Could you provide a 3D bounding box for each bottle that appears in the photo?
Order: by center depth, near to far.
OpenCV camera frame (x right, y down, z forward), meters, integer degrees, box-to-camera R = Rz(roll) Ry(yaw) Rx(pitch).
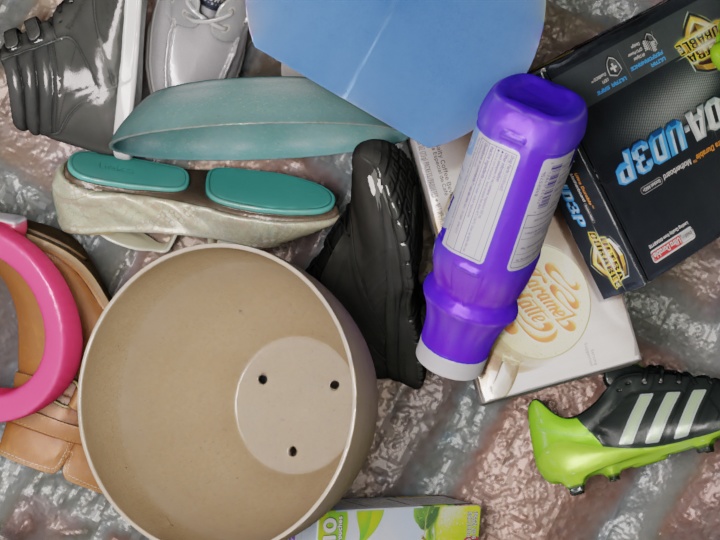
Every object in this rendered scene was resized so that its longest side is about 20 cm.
[{"bbox_3d":[0.086,-0.025,1.539,0.065,0.084,0.200,24,117,13],"label":"bottle"}]

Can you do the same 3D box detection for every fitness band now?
[{"bbox_3d":[-0.277,0.029,1.617,0.200,0.037,0.144,7,105,25],"label":"fitness band"}]

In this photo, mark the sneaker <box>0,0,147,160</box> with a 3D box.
[{"bbox_3d":[-0.196,-0.179,1.636,0.099,0.071,0.200,5,92,0],"label":"sneaker"}]

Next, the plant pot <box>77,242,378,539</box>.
[{"bbox_3d":[-0.068,0.088,1.588,0.200,0.134,0.201,-2,84,24],"label":"plant pot"}]

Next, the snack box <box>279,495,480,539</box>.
[{"bbox_3d":[0.008,0.259,1.653,0.142,0.053,0.200,1,94,-35],"label":"snack box"}]

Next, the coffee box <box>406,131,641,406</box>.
[{"bbox_3d":[0.109,-0.018,1.641,0.114,0.080,0.200,-15,85,1],"label":"coffee box"}]

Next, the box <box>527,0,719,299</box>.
[{"bbox_3d":[0.203,-0.093,1.622,0.200,0.046,0.159,-29,95,-39],"label":"box"}]

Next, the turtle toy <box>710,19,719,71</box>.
[{"bbox_3d":[0.336,-0.144,1.632,0.200,0.146,0.101,17,117,-18],"label":"turtle toy"}]

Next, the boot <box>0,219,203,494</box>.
[{"bbox_3d":[-0.218,0.056,1.651,0.200,0.074,0.155,27,96,-2],"label":"boot"}]

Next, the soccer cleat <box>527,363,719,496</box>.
[{"bbox_3d":[0.215,0.094,1.681,0.200,0.068,0.081,-17,81,-2],"label":"soccer cleat"}]

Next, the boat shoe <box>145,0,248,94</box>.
[{"bbox_3d":[-0.099,-0.194,1.640,0.072,0.069,0.200,20,95,-5],"label":"boat shoe"}]

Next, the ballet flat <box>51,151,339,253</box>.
[{"bbox_3d":[-0.115,-0.040,1.663,0.200,0.067,0.062,9,121,0],"label":"ballet flat"}]

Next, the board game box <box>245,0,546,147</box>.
[{"bbox_3d":[0.020,-0.179,1.537,0.200,0.039,0.158,29,85,-16],"label":"board game box"}]

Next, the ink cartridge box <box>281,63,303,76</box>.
[{"bbox_3d":[0.006,-0.222,1.615,0.128,0.125,0.200,3,94,-5],"label":"ink cartridge box"}]

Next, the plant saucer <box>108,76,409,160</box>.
[{"bbox_3d":[-0.067,-0.101,1.585,0.200,0.200,0.036,-2,87,-3],"label":"plant saucer"}]

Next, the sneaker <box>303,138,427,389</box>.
[{"bbox_3d":[0.000,0.000,1.625,0.091,0.076,0.200,2,126,8],"label":"sneaker"}]
